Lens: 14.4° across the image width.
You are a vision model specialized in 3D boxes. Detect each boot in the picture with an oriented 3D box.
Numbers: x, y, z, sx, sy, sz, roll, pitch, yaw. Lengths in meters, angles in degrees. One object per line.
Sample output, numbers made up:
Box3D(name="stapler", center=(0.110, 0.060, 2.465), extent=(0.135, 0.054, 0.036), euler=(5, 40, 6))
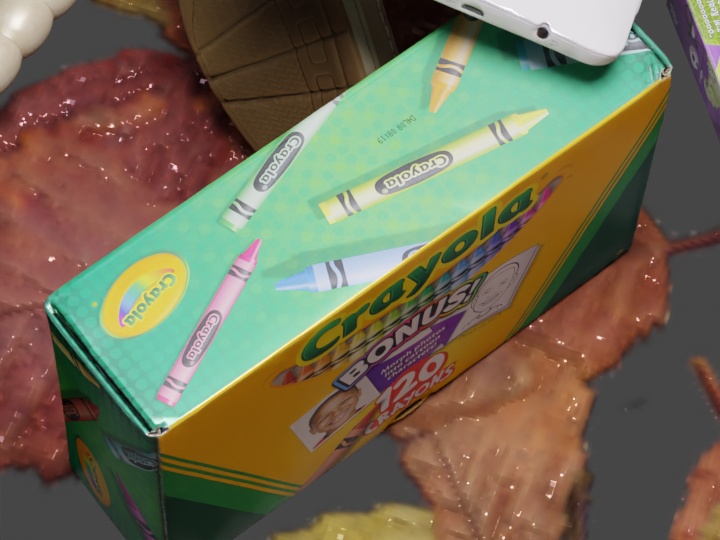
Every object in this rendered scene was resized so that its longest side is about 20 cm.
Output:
Box3D(name="boot", center=(-0.002, -0.136, 0.976), extent=(0.155, 0.073, 0.200), euler=(-33, 102, -46))

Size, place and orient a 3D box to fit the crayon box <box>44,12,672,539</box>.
Box3D(name="crayon box", center=(0.000, 0.000, 0.888), extent=(0.200, 0.119, 0.058), euler=(-35, 69, -17))

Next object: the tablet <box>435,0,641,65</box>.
Box3D(name="tablet", center=(0.043, -0.148, 0.906), extent=(0.130, 0.014, 0.200), euler=(23, 45, 0))

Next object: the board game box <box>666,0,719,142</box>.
Box3D(name="board game box", center=(0.191, -0.029, 0.960), extent=(0.120, 0.032, 0.200), euler=(-12, 64, -11))

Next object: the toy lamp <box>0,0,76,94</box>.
Box3D(name="toy lamp", center=(-0.099, -0.107, 0.975), extent=(0.058, 0.058, 0.200), euler=(27, 66, 11))
